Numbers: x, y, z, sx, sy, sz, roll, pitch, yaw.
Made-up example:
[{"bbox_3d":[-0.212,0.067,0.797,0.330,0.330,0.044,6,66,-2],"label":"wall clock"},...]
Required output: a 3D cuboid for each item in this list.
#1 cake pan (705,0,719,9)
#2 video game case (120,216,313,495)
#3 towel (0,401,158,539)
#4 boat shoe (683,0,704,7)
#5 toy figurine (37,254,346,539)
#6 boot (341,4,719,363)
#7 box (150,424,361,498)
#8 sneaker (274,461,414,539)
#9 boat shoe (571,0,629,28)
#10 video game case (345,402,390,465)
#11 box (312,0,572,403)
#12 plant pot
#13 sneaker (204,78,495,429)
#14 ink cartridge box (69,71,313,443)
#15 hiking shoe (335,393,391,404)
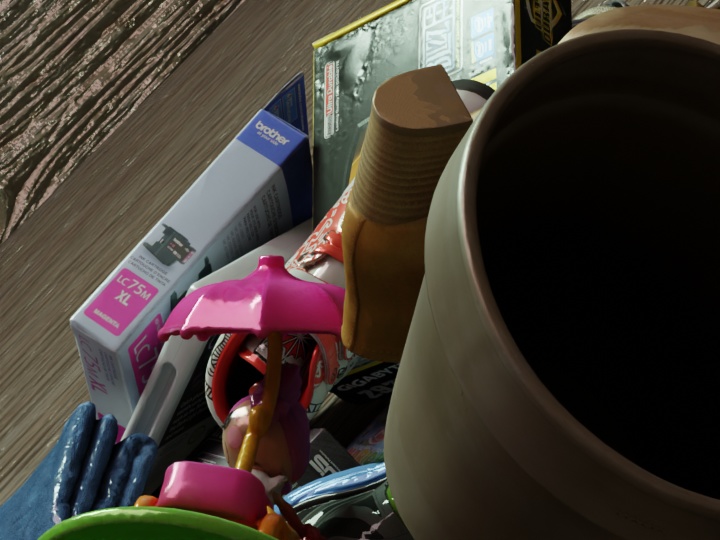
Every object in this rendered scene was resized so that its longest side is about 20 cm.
[{"bbox_3d":[0.191,-0.080,1.243,0.199,0.037,0.201,-26,-22,-11],"label":"cake pan"},{"bbox_3d":[-0.068,0.054,1.568,0.200,0.023,0.183,-31,-28,-56],"label":"video game case"},{"bbox_3d":[-0.185,0.163,1.486,0.200,0.048,0.112,-47,16,33],"label":"towel"},{"bbox_3d":[0.146,-0.055,1.460,0.073,0.065,0.200,-55,-1,-36],"label":"boat shoe"},{"bbox_3d":[-0.044,0.091,1.216,0.149,0.201,0.185,7,51,12],"label":"toy figurine"},{"bbox_3d":[0.088,-0.029,1.164,0.200,0.145,0.071,-9,48,-11],"label":"boot"},{"bbox_3d":[-0.080,0.146,1.429,0.158,0.048,0.200,-47,11,-12],"label":"box"},{"bbox_3d":[0.033,0.113,1.265,0.199,0.071,0.083,-32,39,31],"label":"sneaker"},{"bbox_3d":[0.141,-0.117,1.571,0.072,0.065,0.200,-42,-9,27],"label":"boat shoe"},{"bbox_3d":[-0.014,0.133,1.428,0.200,0.018,0.143,-46,12,-15],"label":"video game case"},{"bbox_3d":[0.041,-0.048,1.481,0.159,0.049,0.202,-21,61,42],"label":"box"},{"bbox_3d":[0.094,0.041,1.066,0.200,0.200,0.174,-52,-1,-39],"label":"plant pot"},{"bbox_3d":[0.000,0.001,1.373,0.202,0.067,0.108,-49,1,21],"label":"sneaker"},{"bbox_3d":[-0.077,-0.003,1.557,0.200,0.042,0.120,-52,-22,-25],"label":"ink cartridge box"},{"bbox_3d":[0.060,-0.007,1.576,0.201,0.076,0.101,-56,22,-15],"label":"hiking shoe"}]
